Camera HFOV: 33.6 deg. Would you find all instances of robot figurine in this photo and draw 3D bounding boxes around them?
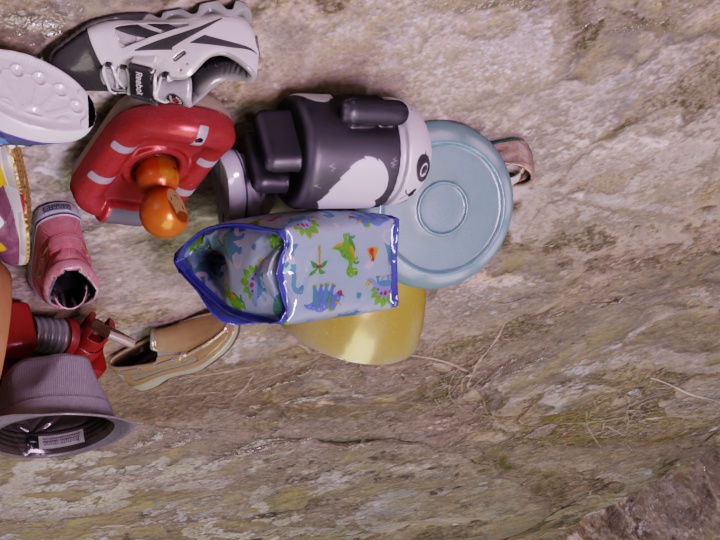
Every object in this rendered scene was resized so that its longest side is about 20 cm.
[{"bbox_3d":[-0.021,-0.125,1.273,0.200,0.125,0.150,-3,-168,-26],"label":"robot figurine"}]

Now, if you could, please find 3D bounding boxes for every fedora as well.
[{"bbox_3d":[-0.353,0.151,1.377,0.177,0.090,0.200,5,155,-29],"label":"fedora"}]

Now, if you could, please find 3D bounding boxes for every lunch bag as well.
[{"bbox_3d":[-0.083,-0.007,1.308,0.170,0.128,0.200,-6,-168,-42],"label":"lunch bag"}]

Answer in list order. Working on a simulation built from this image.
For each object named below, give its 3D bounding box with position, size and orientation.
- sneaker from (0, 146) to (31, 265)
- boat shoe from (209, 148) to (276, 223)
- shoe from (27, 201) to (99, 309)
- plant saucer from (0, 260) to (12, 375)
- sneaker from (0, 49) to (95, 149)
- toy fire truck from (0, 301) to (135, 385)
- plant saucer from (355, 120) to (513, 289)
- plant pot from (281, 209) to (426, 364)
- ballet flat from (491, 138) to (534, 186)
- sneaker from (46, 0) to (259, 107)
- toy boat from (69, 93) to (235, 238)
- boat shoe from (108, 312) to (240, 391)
[{"bbox_3d":[-0.387,-0.075,1.219,0.090,0.075,0.200,-3,143,-11],"label":"sneaker"},{"bbox_3d":[-0.129,-0.089,1.348,0.067,0.074,0.200,-20,165,-12],"label":"boat shoe"},{"bbox_3d":[-0.341,0.013,1.369,0.071,0.091,0.200,-8,151,-17],"label":"shoe"},{"bbox_3d":[-0.418,0.075,1.318,0.037,0.200,0.200,9,143,-23],"label":"plant saucer"},{"bbox_3d":[-0.361,-0.136,1.093,0.200,0.081,0.146,9,152,-32],"label":"sneaker"},{"bbox_3d":[-0.373,0.089,1.457,0.176,0.129,0.200,10,137,-41],"label":"toy fire truck"},{"bbox_3d":[0.092,-0.074,1.393,0.200,0.200,0.027,-8,-167,-18],"label":"plant saucer"},{"bbox_3d":[0.000,0.000,1.474,0.200,0.200,0.142,1,124,-31],"label":"plant pot"},{"bbox_3d":[0.119,-0.112,1.441,0.200,0.067,0.068,-14,151,-8],"label":"ballet flat"},{"bbox_3d":[-0.191,-0.189,1.106,0.200,0.089,0.074,-14,153,-4],"label":"sneaker"},{"bbox_3d":[-0.206,-0.093,1.219,0.130,0.131,0.200,6,144,-38],"label":"toy boat"},{"bbox_3d":[-0.255,0.103,1.612,0.200,0.072,0.076,-30,138,22],"label":"boat shoe"}]
